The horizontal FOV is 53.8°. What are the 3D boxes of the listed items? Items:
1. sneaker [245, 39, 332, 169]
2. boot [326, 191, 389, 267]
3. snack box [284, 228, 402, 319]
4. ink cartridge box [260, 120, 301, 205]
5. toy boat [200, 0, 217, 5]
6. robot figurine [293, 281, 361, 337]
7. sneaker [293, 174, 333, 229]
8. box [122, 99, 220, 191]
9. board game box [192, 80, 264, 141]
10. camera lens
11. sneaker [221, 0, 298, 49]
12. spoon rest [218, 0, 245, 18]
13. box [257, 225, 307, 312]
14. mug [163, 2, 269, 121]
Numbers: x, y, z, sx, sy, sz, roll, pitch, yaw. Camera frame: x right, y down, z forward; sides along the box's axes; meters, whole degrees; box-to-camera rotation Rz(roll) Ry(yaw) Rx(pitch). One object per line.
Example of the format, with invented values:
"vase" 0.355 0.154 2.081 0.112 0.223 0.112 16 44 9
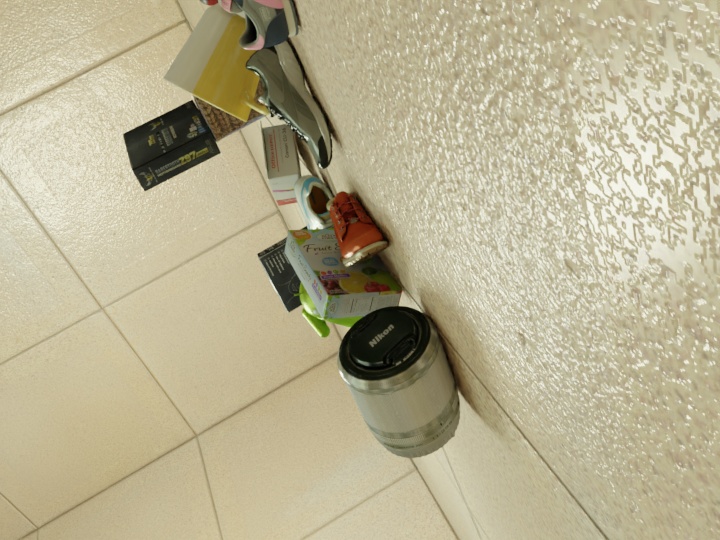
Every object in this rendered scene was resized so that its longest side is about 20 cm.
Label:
"sneaker" -0.103 -0.242 1.064 0.202 0.079 0.074 62 172 -11
"boot" -0.014 -0.070 1.120 0.200 0.074 0.109 -139 26 -76
"snack box" -0.033 -0.001 1.220 0.201 0.140 0.054 55 139 47
"ink cartridge box" -0.164 -0.229 1.504 0.200 0.066 0.119 84 177 -76
"toy boat" -0.339 -0.576 1.306 0.202 0.129 0.131 61 173 8
"robot figurine" -0.044 0.050 1.461 0.199 0.175 0.117 21 -146 -48
"sneaker" -0.070 -0.095 1.436 0.202 0.076 0.081 61 169 -20
"box" -0.359 -0.240 1.336 0.200 0.156 0.052 54 170 54
"board game box" -0.229 -0.326 1.351 0.098 0.158 0.200 62 173 -13
"camera lens" 0.062 0.169 1.096 0.160 0.158 0.202 53 169 53
"sneaker" -0.137 -0.353 0.849 0.070 0.081 0.201 56 171 41
"spoon rest" -0.183 -0.416 1.050 0.100 0.060 0.200 65 174 -26
"box" -0.197 -0.007 2.250 0.202 0.194 0.124 63 174 -12
"mug" -0.207 -0.340 1.167 0.184 0.155 0.149 26 -174 -10
